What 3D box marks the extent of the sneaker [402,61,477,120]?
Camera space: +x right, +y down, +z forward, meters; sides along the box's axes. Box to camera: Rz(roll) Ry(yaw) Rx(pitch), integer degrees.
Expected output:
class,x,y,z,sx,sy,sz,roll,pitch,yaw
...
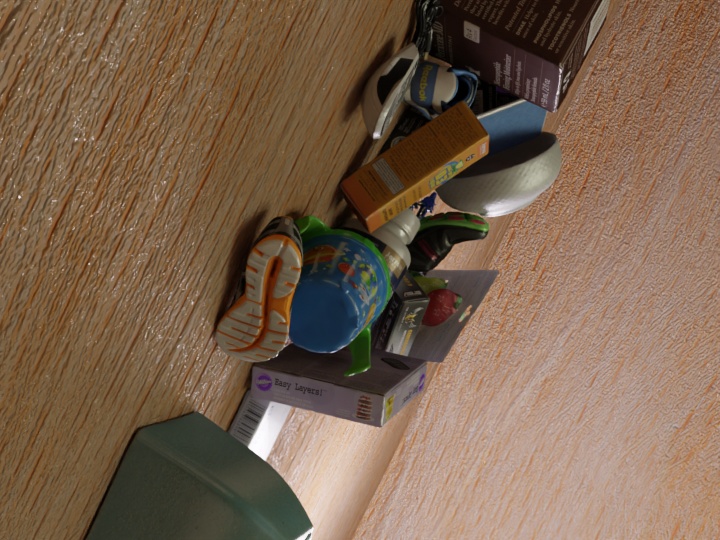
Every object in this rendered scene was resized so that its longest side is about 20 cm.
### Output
class,x,y,z,sx,sy,sz,roll,pitch,yaw
sneaker,0.124,-0.239,1.679,0.200,0.082,0.074,-3,101,-65

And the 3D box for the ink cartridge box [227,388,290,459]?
class,x,y,z,sx,sy,sz,roll,pitch,yaw
ink cartridge box,-0.156,0.256,1.749,0.197,0.043,0.200,-64,167,5

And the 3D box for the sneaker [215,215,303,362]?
class,x,y,z,sx,sy,sz,roll,pitch,yaw
sneaker,-0.105,0.025,1.383,0.077,0.078,0.200,-81,-166,-51

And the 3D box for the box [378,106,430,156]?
class,x,y,z,sx,sy,sz,roll,pitch,yaw
box,0.074,-0.169,1.804,0.200,0.044,0.160,-59,167,-20

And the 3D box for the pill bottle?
class,x,y,z,sx,sy,sz,roll,pitch,yaw
pill bottle,0.000,0.000,1.683,0.200,0.111,0.111,-59,168,-17

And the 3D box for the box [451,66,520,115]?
class,x,y,z,sx,sy,sz,roll,pitch,yaw
box,0.214,-0.277,1.935,0.200,0.106,0.123,-21,111,-72

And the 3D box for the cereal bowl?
class,x,y,z,sx,sy,sz,roll,pitch,yaw
cereal bowl,0.211,-0.138,1.860,0.200,0.200,0.083,-47,123,-54

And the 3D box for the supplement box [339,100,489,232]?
class,x,y,z,sx,sy,sz,roll,pitch,yaw
supplement box,0.073,-0.136,1.622,0.200,0.069,0.067,-36,164,-4

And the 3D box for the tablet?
class,x,y,z,sx,sy,sz,roll,pitch,yaw
tablet,0.181,-0.198,1.783,0.200,0.014,0.130,-22,157,-11

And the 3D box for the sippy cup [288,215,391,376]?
class,x,y,z,sx,sy,sz,roll,pitch,yaw
sippy cup,-0.038,0.033,1.470,0.140,0.178,0.130,-55,-176,21

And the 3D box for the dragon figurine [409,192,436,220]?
class,x,y,z,sx,sy,sz,roll,pitch,yaw
dragon figurine,0.064,-0.041,2.009,0.200,0.059,0.099,-63,169,-6

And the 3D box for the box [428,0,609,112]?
class,x,y,z,sx,sy,sz,roll,pitch,yaw
box,0.210,-0.342,1.623,0.164,0.200,0.166,-61,168,-10

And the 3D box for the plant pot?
class,x,y,z,sx,sy,sz,roll,pitch,yaw
plant pot,-0.171,0.299,1.379,0.197,0.200,0.196,-64,169,5

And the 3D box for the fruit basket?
class,x,y,z,sx,sy,sz,roll,pitch,yaw
fruit basket,0.101,0.070,1.885,0.185,0.200,0.094,-55,129,-28

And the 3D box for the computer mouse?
class,x,y,z,sx,sy,sz,roll,pitch,yaw
computer mouse,0.042,-0.244,1.508,0.110,0.044,0.200,109,7,-53

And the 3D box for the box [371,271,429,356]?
class,x,y,z,sx,sy,sz,roll,pitch,yaw
box,0.016,0.072,1.812,0.048,0.158,0.200,-4,129,-33

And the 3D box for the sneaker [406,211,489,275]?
class,x,y,z,sx,sy,sz,roll,pitch,yaw
sneaker,0.104,-0.038,1.871,0.077,0.200,0.084,-42,117,-68

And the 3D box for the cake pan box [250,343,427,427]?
class,x,y,z,sx,sy,sz,roll,pitch,yaw
cake pan box,-0.030,0.145,1.676,0.184,0.200,0.052,-25,124,-69
